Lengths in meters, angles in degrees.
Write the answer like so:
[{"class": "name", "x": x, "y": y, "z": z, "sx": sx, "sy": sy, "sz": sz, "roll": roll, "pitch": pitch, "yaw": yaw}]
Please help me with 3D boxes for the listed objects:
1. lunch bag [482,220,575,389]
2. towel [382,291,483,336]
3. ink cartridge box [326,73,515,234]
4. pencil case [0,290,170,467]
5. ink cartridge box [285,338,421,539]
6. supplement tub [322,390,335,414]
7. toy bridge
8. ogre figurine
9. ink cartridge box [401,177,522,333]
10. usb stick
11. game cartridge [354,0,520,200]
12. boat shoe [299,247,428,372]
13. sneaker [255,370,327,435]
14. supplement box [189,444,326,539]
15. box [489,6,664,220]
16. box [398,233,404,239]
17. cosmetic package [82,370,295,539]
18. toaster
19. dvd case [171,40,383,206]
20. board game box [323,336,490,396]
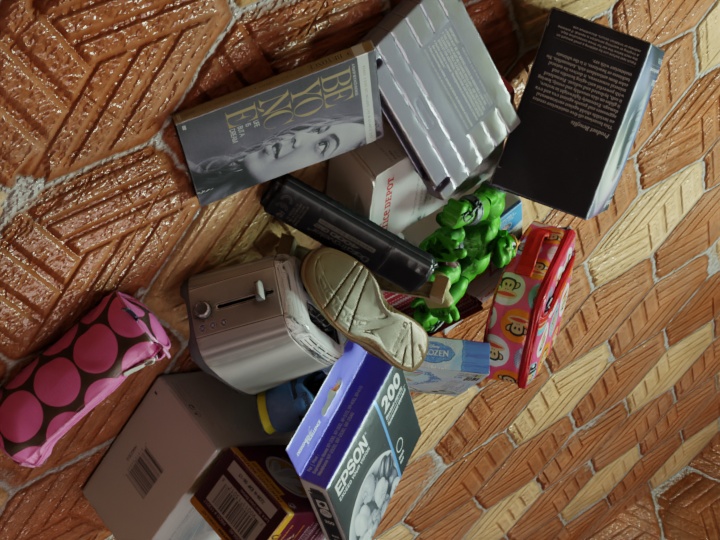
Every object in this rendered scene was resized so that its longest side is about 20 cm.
[{"class": "lunch bag", "x": 0.210, "y": 0.028, "z": 1.860, "sx": 0.200, "sy": 0.081, "sz": 0.178, "roll": -55, "pitch": 156, "yaw": -54}, {"class": "towel", "x": 0.051, "y": 0.045, "z": 1.827, "sx": 0.144, "sy": 0.023, "sz": 0.200, "roll": -29, "pitch": 152, "yaw": 19}, {"class": "ink cartridge box", "x": 0.062, "y": -0.130, "z": 1.630, "sx": 0.199, "sy": 0.083, "sz": 0.147, "roll": -32, "pitch": 155, "yaw": -23}, {"class": "pencil case", "x": -0.283, "y": 0.112, "z": 1.496, "sx": 0.200, "sy": 0.094, "sz": 0.091, "roll": -43, "pitch": 156, "yaw": 3}, {"class": "ink cartridge box", "x": -0.002, "y": 0.193, "z": 1.690, "sx": 0.199, "sy": 0.043, "sz": 0.201, "roll": -60, "pitch": 145, "yaw": -35}, {"class": "supplement tub", "x": -0.075, "y": 0.263, "z": 2.033, "sx": 0.122, "sy": 0.123, "sz": 0.201, "roll": -23, "pitch": 150, "yaw": -36}, {"class": "toy bridge", "x": 0.000, "y": 0.000, "z": 1.657, "sx": 0.067, "sy": 0.197, "sz": 0.028, "roll": 79, "pitch": 27, "yaw": -78}, {"class": "ogre figurine", "x": 0.115, "y": -0.028, "z": 1.693, "sx": 0.120, "sy": 0.097, "sz": 0.202, "roll": -43, "pitch": 138, "yaw": -36}, {"class": "ink cartridge box", "x": 0.131, "y": -0.027, "z": 1.910, "sx": 0.144, "sy": 0.085, "sz": 0.201, "roll": -37, "pitch": 157, "yaw": -11}, {"class": "usb stick", "x": -0.011, "y": -0.038, "z": 1.573, "sx": 0.056, "sy": 0.198, "sz": 0.033, "roll": -47, "pitch": -160, "yaw": 42}, {"class": "game cartridge", "x": 0.079, "y": -0.185, "z": 1.509, "sx": 0.130, "sy": 0.038, "sz": 0.201, "roll": -47, "pitch": 130, "yaw": -17}, {"class": "boat shoe", "x": -0.008, "y": 0.042, "z": 1.614, "sx": 0.200, "sy": 0.072, "sz": 0.073, "roll": 39, "pitch": 72, "yaw": -38}, {"class": "sneaker", "x": -0.064, "y": 0.140, "z": 1.743, "sx": 0.077, "sy": 0.067, "sz": 0.200, "roll": -16, "pitch": -173, "yaw": 10}, {"class": "supplement box", "x": -0.089, "y": 0.269, "z": 1.734, "sx": 0.086, "sy": 0.110, "sz": 0.199, "roll": -52, "pitch": 155, "yaw": 14}, {"class": "box", "x": 0.245, "y": -0.171, "z": 1.661, "sx": 0.200, "sy": 0.122, "sz": 0.201, "roll": -20, "pitch": 131, "yaw": -73}, {"class": "box", "x": -0.045, "y": 0.032, "z": 1.797, "sx": 0.198, "sy": 0.036, "sz": 0.145, "roll": -26, "pitch": 152, "yaw": -29}, {"class": "cosmetic package", "x": -0.189, "y": 0.228, "z": 1.801, "sx": 0.199, "sy": 0.123, "sz": 0.200, "roll": -7, "pitch": 138, "yaw": -55}, {"class": "toaster", "x": -0.100, "y": 0.061, "z": 1.617, "sx": 0.128, "sy": 0.115, "sz": 0.200, "roll": -17, "pitch": 155, "yaw": 13}, {"class": "dvd case", "x": -0.074, "y": -0.137, "z": 1.429, "sx": 0.198, "sy": 0.016, "sz": 0.149, "roll": -22, "pitch": 153, "yaw": -7}, {"class": "board game box", "x": 0.044, "y": 0.114, "z": 1.848, "sx": 0.196, "sy": 0.044, "sz": 0.200, "roll": 5, "pitch": 167, "yaw": -7}]
